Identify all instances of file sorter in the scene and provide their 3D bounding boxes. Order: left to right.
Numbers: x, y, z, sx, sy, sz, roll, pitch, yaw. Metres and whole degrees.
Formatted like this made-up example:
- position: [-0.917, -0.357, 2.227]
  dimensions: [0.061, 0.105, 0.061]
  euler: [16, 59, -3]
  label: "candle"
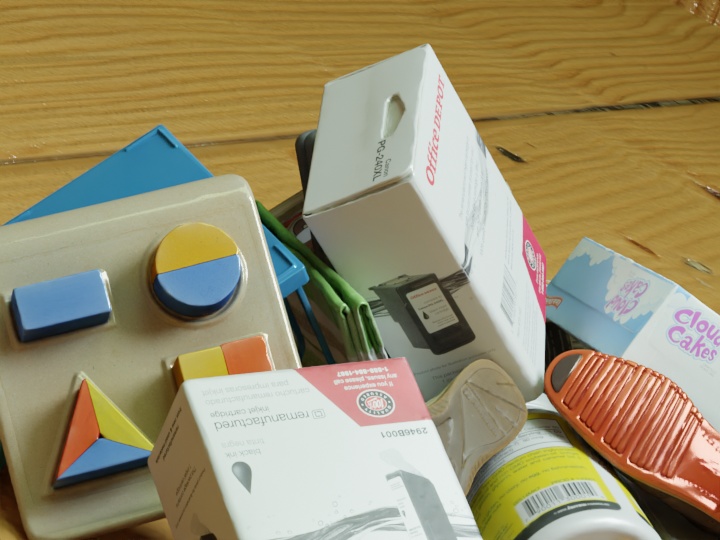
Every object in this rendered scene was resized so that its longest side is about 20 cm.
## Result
- position: [-0.123, 0.028, 1.669]
  dimensions: [0.138, 0.123, 0.200]
  euler: [-33, 43, -13]
  label: "file sorter"

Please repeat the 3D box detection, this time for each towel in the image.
- position: [-0.019, 0.063, 1.694]
  dimensions: [0.031, 0.201, 0.149]
  euler: [-33, 42, -16]
  label: "towel"

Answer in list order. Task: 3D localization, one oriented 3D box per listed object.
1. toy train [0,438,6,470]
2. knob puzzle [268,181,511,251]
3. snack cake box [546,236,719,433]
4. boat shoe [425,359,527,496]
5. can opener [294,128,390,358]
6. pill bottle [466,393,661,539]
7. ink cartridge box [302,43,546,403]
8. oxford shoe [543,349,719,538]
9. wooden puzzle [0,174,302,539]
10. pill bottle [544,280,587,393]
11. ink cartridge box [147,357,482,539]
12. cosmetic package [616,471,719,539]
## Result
- position: [-0.253, 0.060, 1.592]
  dimensions: [0.150, 0.056, 0.200]
  euler: [0, 29, -49]
  label: "toy train"
- position: [-0.008, -0.001, 1.840]
  dimensions: [0.218, 0.220, 0.031]
  euler: [8, 42, -37]
  label: "knob puzzle"
- position: [0.206, 0.049, 1.777]
  dimensions: [0.115, 0.067, 0.200]
  euler: [38, 0, -17]
  label: "snack cake box"
- position: [0.028, 0.119, 1.593]
  dimensions: [0.072, 0.072, 0.200]
  euler: [54, 38, -1]
  label: "boat shoe"
- position: [0.000, 0.000, 1.756]
  dimensions: [0.066, 0.202, 0.053]
  euler: [-16, 5, -16]
  label: "can opener"
- position: [0.118, 0.160, 1.663]
  dimensions: [0.114, 0.115, 0.200]
  euler: [16, 20, -21]
  label: "pill bottle"
- position: [0.046, -0.022, 1.682]
  dimensions: [0.201, 0.083, 0.146]
  euler: [58, 24, -33]
  label: "ink cartridge box"
- position: [0.200, 0.126, 1.663]
  dimensions: [0.199, 0.071, 0.073]
  euler: [35, -24, 8]
  label: "oxford shoe"
- position: [-0.129, 0.046, 1.519]
  dimensions: [0.184, 0.046, 0.201]
  euler: [-14, 73, -13]
  label: "wooden puzzle"
- position: [0.079, 0.065, 1.869]
  dimensions: [0.116, 0.117, 0.199]
  euler: [35, 22, 33]
  label: "pill bottle"
- position: [-0.015, 0.156, 1.414]
  dimensions: [0.143, 0.084, 0.201]
  euler: [-5, 55, -26]
  label: "ink cartridge box"
- position: [0.200, 0.183, 1.741]
  dimensions: [0.106, 0.091, 0.200]
  euler: [17, 17, -29]
  label: "cosmetic package"
